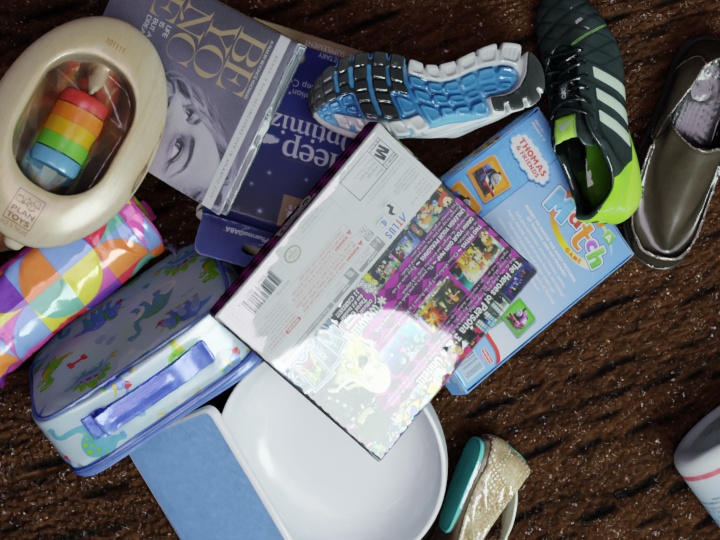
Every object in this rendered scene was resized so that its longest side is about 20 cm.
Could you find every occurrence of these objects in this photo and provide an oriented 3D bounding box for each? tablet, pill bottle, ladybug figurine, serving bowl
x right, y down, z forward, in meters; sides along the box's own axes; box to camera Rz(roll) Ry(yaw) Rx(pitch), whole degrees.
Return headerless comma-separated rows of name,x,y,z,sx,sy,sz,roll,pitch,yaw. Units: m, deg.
tablet,-0.113,0.213,1.724,0.130,0.014,0.201,-23,99,44
pill bottle,0.363,0.207,1.724,0.108,0.109,0.200,-37,98,4
ladybug figurine,-0.232,-0.106,1.622,0.135,0.072,0.201,32,80,-7
serving bowl,-0.018,0.150,1.717,0.198,0.066,0.202,4,107,14

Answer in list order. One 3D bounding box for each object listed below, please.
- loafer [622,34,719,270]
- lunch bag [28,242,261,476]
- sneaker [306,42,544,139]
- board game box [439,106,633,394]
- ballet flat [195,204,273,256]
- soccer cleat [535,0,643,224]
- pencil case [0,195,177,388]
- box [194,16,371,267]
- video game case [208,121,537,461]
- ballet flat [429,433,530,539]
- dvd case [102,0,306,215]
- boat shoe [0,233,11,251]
loafer,0.267,-0.098,1.698,0.072,0.071,0.202,12,97,-3
lunch bag,-0.175,0.072,1.663,0.199,0.161,0.083,-35,113,1
sneaker,0.048,-0.133,1.666,0.198,0.087,0.076,-5,73,-20
board game box,0.112,-0.017,1.684,0.200,0.037,0.152,-37,98,-21
ballet flat,-0.122,-0.078,1.703,0.062,0.067,0.201,-30,90,20
soccer cleat,0.182,-0.135,1.673,0.067,0.081,0.202,-17,87,34
pencil case,-0.249,0.008,1.677,0.200,0.088,0.089,-38,97,-7
box,-0.056,-0.096,1.668,0.120,0.032,0.202,16,75,-12
video game case,0.011,0.016,1.600,0.181,0.036,0.200,41,86,-15
ballet flat,0.089,0.239,1.746,0.065,0.071,0.201,23,101,-19
dvd case,-0.149,-0.152,1.651,0.199,0.016,0.150,30,98,32
boat shoe,-0.308,-0.046,1.698,0.068,0.072,0.200,36,105,-10
